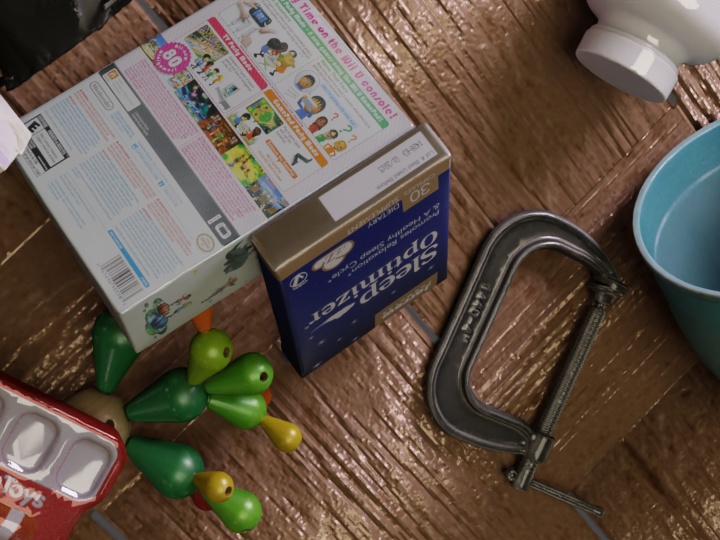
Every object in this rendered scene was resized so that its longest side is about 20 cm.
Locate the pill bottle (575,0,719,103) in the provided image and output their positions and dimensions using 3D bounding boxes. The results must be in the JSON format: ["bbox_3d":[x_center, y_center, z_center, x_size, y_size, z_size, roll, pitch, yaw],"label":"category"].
[{"bbox_3d":[0.221,-0.217,0.900,0.110,0.111,0.202,30,89,-23],"label":"pill bottle"}]

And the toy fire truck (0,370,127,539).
[{"bbox_3d":[-0.256,0.122,0.777,0.199,0.112,0.169,31,91,-19],"label":"toy fire truck"}]

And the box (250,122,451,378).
[{"bbox_3d":[0.000,0.000,0.829,0.120,0.200,0.033,-34,69,-12],"label":"box"}]

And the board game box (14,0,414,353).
[{"bbox_3d":[-0.087,-0.069,0.793,0.199,0.064,0.148,-33,67,-11],"label":"board game box"}]

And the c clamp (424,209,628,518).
[{"bbox_3d":[0.132,0.063,0.973,0.169,0.027,0.202,17,96,-18],"label":"c clamp"}]

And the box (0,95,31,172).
[{"bbox_3d":[-0.250,-0.131,0.699,0.041,0.039,0.201,-23,117,27],"label":"box"}]

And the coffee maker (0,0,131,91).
[{"bbox_3d":[-0.212,-0.210,0.722,0.192,0.135,0.201,-42,111,-8],"label":"coffee maker"}]

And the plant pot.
[{"bbox_3d":[0.313,0.013,0.950,0.199,0.200,0.189,-36,126,-10],"label":"plant pot"}]

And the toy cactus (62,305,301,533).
[{"bbox_3d":[-0.134,0.078,0.848,0.163,0.102,0.202,-20,111,4],"label":"toy cactus"}]
